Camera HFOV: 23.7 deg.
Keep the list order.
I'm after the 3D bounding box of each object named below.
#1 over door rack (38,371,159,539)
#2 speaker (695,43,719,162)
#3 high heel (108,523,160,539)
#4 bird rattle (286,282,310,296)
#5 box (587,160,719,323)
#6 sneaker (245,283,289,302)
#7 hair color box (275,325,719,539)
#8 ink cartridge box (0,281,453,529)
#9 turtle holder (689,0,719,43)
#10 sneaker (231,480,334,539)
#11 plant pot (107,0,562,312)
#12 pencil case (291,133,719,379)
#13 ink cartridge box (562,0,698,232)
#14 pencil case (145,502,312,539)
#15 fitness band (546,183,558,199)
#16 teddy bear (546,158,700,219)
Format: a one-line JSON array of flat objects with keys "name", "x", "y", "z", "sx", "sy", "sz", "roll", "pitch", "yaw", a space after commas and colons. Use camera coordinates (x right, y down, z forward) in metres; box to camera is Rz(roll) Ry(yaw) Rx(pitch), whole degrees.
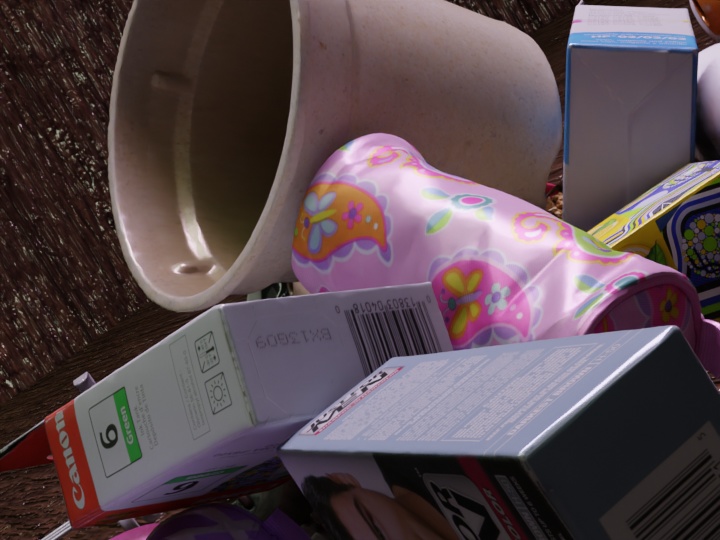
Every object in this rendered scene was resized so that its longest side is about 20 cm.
[{"name": "over door rack", "x": -0.215, "y": 0.169, "z": 1.162, "sx": 0.147, "sy": 0.067, "sz": 0.200, "roll": -33, "pitch": 28, "yaw": -2}, {"name": "speaker", "x": 0.224, "y": -0.085, "z": 0.945, "sx": 0.081, "sy": 0.082, "sz": 0.200, "roll": -32, "pitch": 6, "yaw": 5}, {"name": "high heel", "x": -0.177, "y": 0.191, "z": 0.897, "sx": 0.199, "sy": 0.068, "sz": 0.096, "roll": -31, "pitch": 10, "yaw": 4}, {"name": "bird rattle", "x": 0.000, "y": 0.000, "z": 0.999, "sx": 0.161, "sy": 0.201, "sz": 0.113, "roll": -8, "pitch": -34, "yaw": -22}, {"name": "box", "x": 0.100, "y": 0.029, "z": 0.795, "sx": 0.199, "sy": 0.065, "sz": 0.070, "roll": -34, "pitch": 7, "yaw": -7}, {"name": "sneaker", "x": -0.032, "y": 0.043, "z": 1.112, "sx": 0.087, "sy": 0.076, "sz": 0.202, "roll": -4, "pitch": 56, "yaw": 40}, {"name": "hair color box", "x": 0.051, "y": 0.078, "z": 0.523, "sx": 0.060, "sy": 0.100, "sz": 0.200, "roll": -36, "pitch": 7, "yaw": -19}, {"name": "ink cartridge box", "x": -0.063, "y": 0.066, "z": 0.699, "sx": 0.108, "sy": 0.051, "sz": 0.199, "roll": -5, "pitch": -19, "yaw": -42}, {"name": "turtle holder", "x": 0.338, "y": -0.253, "z": 1.369, "sx": 0.186, "sy": 0.141, "sz": 0.132, "roll": -49, "pitch": -2, "yaw": -36}, {"name": "sneaker", "x": -0.043, "y": 0.084, "z": 0.840, "sx": 0.199, "sy": 0.116, "sz": 0.076, "roll": -35, "pitch": 7, "yaw": -18}, {"name": "plant pot", "x": -0.005, "y": -0.074, "z": 0.874, "sx": 0.182, "sy": 0.203, "sz": 0.200, "roll": 5, "pitch": -16, "yaw": -32}, {"name": "pencil case", "x": 0.055, "y": 0.009, "z": 0.708, "sx": 0.087, "sy": 0.088, "sz": 0.199, "roll": -35, "pitch": 37, "yaw": -22}, {"name": "ink cartridge box", "x": 0.146, "y": -0.080, "z": 0.935, "sx": 0.067, "sy": 0.117, "sz": 0.200, "roll": 2, "pitch": 16, "yaw": 8}, {"name": "pencil case", "x": -0.080, "y": 0.156, "z": 0.632, "sx": 0.086, "sy": 0.084, "sz": 0.200, "roll": -51, "pitch": 1, "yaw": 20}, {"name": "fitness band", "x": 0.072, "y": -0.055, "z": 1.250, "sx": 0.142, "sy": 0.038, "sz": 0.200, "roll": 11, "pitch": 1, "yaw": -1}, {"name": "teddy bear", "x": 0.166, "y": -0.052, "z": 1.102, "sx": 0.200, "sy": 0.067, "sz": 0.145, "roll": -44, "pitch": 0, "yaw": -36}]
